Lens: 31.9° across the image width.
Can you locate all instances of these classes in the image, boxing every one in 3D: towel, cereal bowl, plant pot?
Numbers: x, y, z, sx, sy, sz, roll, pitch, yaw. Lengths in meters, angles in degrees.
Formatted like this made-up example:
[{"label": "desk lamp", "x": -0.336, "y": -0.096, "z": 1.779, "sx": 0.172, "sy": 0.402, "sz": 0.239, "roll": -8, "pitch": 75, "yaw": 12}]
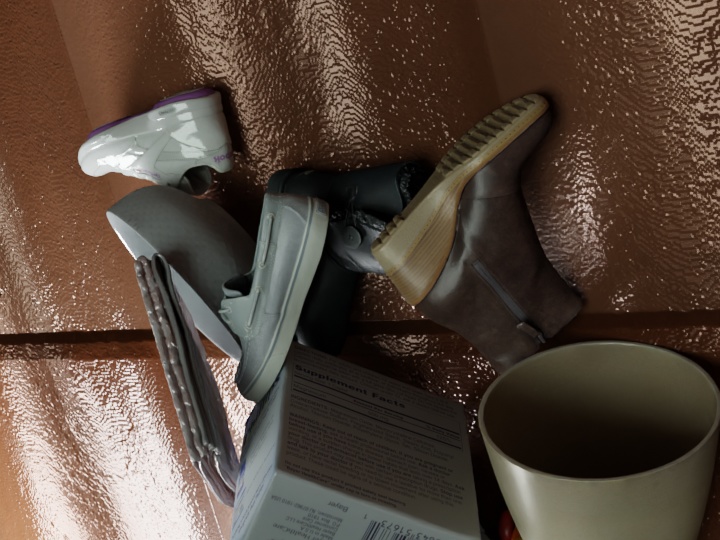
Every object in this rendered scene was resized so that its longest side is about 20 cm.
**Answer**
[{"label": "towel", "x": -0.151, "y": 0.102, "z": 1.144, "sx": 0.191, "sy": 0.032, "sz": 0.200, "roll": 84, "pitch": 167, "yaw": -68}, {"label": "cereal bowl", "x": -0.150, "y": -0.009, "z": 1.220, "sx": 0.200, "sy": 0.083, "sz": 0.200, "roll": 43, "pitch": 167, "yaw": 13}, {"label": "plant pot", "x": 0.201, "y": 0.191, "z": 1.026, "sx": 0.187, "sy": 0.187, "sz": 0.200, "roll": 9, "pitch": 123, "yaw": 34}]

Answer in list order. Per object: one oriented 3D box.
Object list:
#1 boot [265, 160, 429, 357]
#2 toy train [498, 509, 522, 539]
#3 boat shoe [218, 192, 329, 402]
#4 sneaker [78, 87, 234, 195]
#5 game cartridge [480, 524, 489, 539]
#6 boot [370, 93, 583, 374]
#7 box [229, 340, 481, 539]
[{"label": "boot", "x": 0.000, "y": 0.000, "z": 1.143, "sx": 0.168, "sy": 0.076, "sz": 0.200, "roll": 5, "pitch": 107, "yaw": 40}, {"label": "toy train", "x": 0.149, "y": 0.249, "z": 1.118, "sx": 0.085, "sy": 0.116, "sz": 0.200, "roll": -1, "pitch": 110, "yaw": 30}, {"label": "boat shoe", "x": -0.087, "y": 0.021, "z": 1.110, "sx": 0.071, "sy": 0.070, "sz": 0.201, "roll": 16, "pitch": 112, "yaw": -11}, {"label": "sneaker", "x": -0.206, "y": -0.111, "z": 1.247, "sx": 0.200, "sy": 0.075, "sz": 0.100, "roll": -13, "pitch": 101, "yaw": 40}, {"label": "game cartridge", "x": 0.084, "y": 0.308, "z": 1.209, "sx": 0.130, "sy": 0.038, "sz": 0.200, "roll": -116, "pitch": 25, "yaw": -60}, {"label": "boot", "x": 0.127, "y": -0.029, "z": 1.046, "sx": 0.166, "sy": 0.072, "sz": 0.200, "roll": 40, "pitch": 104, "yaw": -15}, {"label": "box", "x": -0.006, "y": 0.179, "z": 1.101, "sx": 0.184, "sy": 0.200, "sz": 0.105, "roll": 22, "pitch": 117, "yaw": -11}]
